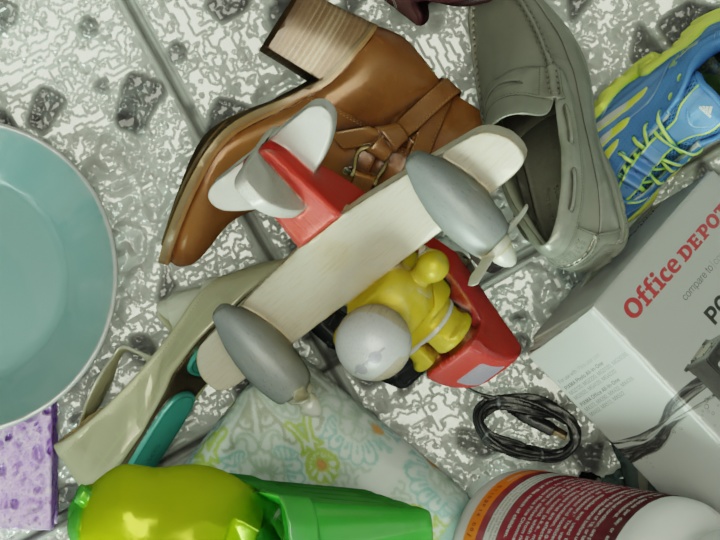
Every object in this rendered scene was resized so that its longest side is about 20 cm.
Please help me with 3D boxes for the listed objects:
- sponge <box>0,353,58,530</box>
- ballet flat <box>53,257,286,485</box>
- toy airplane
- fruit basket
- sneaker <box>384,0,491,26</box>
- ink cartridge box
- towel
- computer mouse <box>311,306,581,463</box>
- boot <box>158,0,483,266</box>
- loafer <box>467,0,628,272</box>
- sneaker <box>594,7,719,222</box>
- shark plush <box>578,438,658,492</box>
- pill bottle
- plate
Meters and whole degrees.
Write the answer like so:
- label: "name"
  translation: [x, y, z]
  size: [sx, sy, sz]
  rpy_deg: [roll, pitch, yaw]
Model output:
- label: "sponge"
  translation: [-0.290, 0.104, 1.740]
  size: [0.198, 0.030, 0.112]
  rpy_deg: [2, 93, 0]
- label: "ballet flat"
  translation: [-0.118, 0.055, 1.724]
  size: [0.069, 0.069, 0.200]
  rpy_deg: [40, 94, -2]
- label: "toy airplane"
  translation: [0.000, 0.000, 1.619]
  size: [0.198, 0.142, 0.201]
  rpy_deg: [0, 133, 0]
- label: "fruit basket"
  translation: [-0.068, 0.182, 1.614]
  size: [0.214, 0.216, 0.157]
  rpy_deg: [-7, 92, 0]
- label: "sneaker"
  translation: [0.080, -0.233, 1.691]
  size: [0.116, 0.076, 0.200]
  rpy_deg: [45, 102, 14]
- label: "ink cartridge box"
  translation: [0.223, 0.063, 1.682]
  size: [0.200, 0.083, 0.145]
  rpy_deg: [46, 56, -3]
- label: "towel"
  translation: [-0.046, 0.175, 1.736]
  size: [0.171, 0.048, 0.200]
  rpy_deg: [39, 92, -3]
- label: "computer mouse"
  translation: [0.049, 0.062, 1.736]
  size: [0.199, 0.034, 0.059]
  rpy_deg: [34, 72, -1]
- label: "boot"
  translation: [-0.022, -0.055, 1.713]
  size: [0.154, 0.074, 0.201]
  rpy_deg: [33, 98, -8]
- label: "loafer"
  translation: [0.105, -0.093, 1.677]
  size: [0.070, 0.070, 0.201]
  rpy_deg: [-37, 59, 31]
- label: "sneaker"
  translation: [0.178, -0.089, 1.692]
  size: [0.076, 0.105, 0.200]
  rpy_deg: [43, 92, -2]
- label: "shark plush"
  translation: [0.170, 0.129, 1.728]
  size: [0.083, 0.091, 0.201]
  rpy_deg: [-30, 100, 32]
- label: "pill bottle"
  translation: [0.155, 0.186, 1.653]
  size: [0.112, 0.199, 0.114]
  rpy_deg: [-4, 96, -39]
- label: "plate"
  translation: [-0.249, 0.005, 1.721]
  size: [0.199, 0.026, 0.202]
  rpy_deg: [0, 78, -2]
